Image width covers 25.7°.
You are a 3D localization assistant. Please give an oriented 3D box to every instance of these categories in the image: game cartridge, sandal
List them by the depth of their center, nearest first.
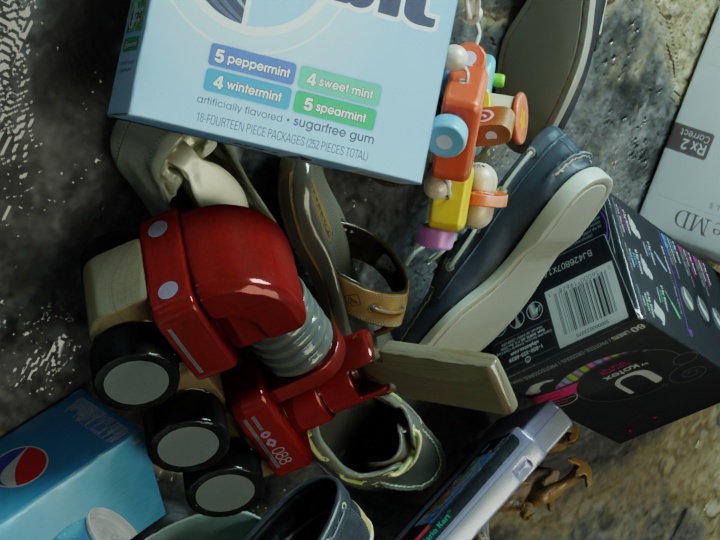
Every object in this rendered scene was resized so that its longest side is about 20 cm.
[{"bbox_3d":[0.000,0.000,0.995,0.054,0.082,0.200,-13,124,11],"label":"sandal"},{"bbox_3d":[0.061,0.175,1.125,0.200,0.038,0.130,-46,176,-17],"label":"game cartridge"}]

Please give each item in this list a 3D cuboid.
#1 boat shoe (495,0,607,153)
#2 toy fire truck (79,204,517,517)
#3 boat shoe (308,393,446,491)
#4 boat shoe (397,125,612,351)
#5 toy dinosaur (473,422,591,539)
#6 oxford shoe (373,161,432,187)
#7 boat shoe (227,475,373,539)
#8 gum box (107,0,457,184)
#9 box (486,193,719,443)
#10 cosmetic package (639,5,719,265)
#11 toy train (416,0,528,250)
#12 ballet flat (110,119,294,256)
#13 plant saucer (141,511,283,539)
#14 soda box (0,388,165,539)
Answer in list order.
[{"bbox_3d":[0.147,-0.173,1.070,0.063,0.073,0.201,6,101,-44],"label":"boat shoe"},{"bbox_3d":[-0.033,0.042,0.874,0.199,0.129,0.176,-23,136,7],"label":"toy fire truck"},{"bbox_3d":[0.004,0.114,1.073,0.202,0.060,0.072,35,83,-49],"label":"boat shoe"},{"bbox_3d":[0.083,-0.009,1.053,0.075,0.062,0.200,-4,138,-51],"label":"boat shoe"},{"bbox_3d":[0.133,0.161,1.225,0.106,0.061,0.200,-38,165,29],"label":"toy dinosaur"},{"bbox_3d":[0.018,-0.126,0.955,0.070,0.075,0.200,-41,135,-25],"label":"oxford shoe"},{"bbox_3d":[-0.070,0.199,0.976,0.200,0.074,0.062,-39,129,-32],"label":"boat shoe"},{"bbox_3d":[-0.029,-0.161,0.837,0.169,0.045,0.201,12,89,-24],"label":"gum box"},{"bbox_3d":[0.185,0.040,1.154,0.122,0.106,0.200,-27,149,27],"label":"box"},{"bbox_3d":[0.356,-0.086,1.260,0.165,0.165,0.201,15,97,-48],"label":"cosmetic package"},{"bbox_3d":[0.075,-0.096,0.962,0.200,0.055,0.151,-73,172,-53],"label":"toy train"},{"bbox_3d":[-0.077,-0.021,0.918,0.067,0.064,0.200,-50,138,-17],"label":"ballet flat"},{"bbox_3d":[-0.128,0.238,1.017,0.201,0.039,0.202,-22,124,-37],"label":"plant saucer"},{"bbox_3d":[-0.208,0.152,0.870,0.200,0.064,0.068,-33,131,-30],"label":"soda box"}]
